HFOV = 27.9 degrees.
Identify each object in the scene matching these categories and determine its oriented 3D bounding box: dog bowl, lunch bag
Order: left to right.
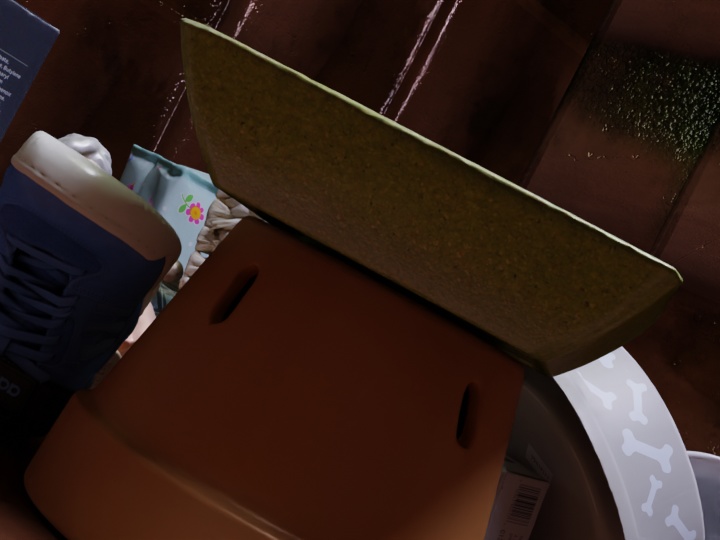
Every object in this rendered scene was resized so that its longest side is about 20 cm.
[{"bbox_3d":[-0.136,0.007,1.289,0.199,0.172,0.121,25,-1,-39],"label":"lunch bag"},{"bbox_3d":[0.103,0.114,0.761,0.058,0.203,0.199,-17,22,-25],"label":"dog bowl"}]

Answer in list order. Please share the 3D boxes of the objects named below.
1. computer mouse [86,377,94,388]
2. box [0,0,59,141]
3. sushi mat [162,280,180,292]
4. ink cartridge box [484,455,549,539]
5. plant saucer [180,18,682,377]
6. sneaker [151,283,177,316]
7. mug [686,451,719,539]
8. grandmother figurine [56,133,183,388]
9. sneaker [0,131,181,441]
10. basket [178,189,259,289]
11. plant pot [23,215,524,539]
[{"bbox_3d":[-0.203,0.043,0.824,0.058,0.035,0.199,-2,10,-30],"label":"computer mouse"},{"bbox_3d":[-0.290,-0.097,0.792,0.199,0.184,0.104,27,-1,42],"label":"box"},{"bbox_3d":[-0.159,0.037,1.042,0.198,0.097,0.012,27,23,26],"label":"sushi mat"},{"bbox_3d":[0.019,0.120,0.783,0.037,0.096,0.199,18,5,-33],"label":"ink cartridge box"},{"bbox_3d":[0.024,-0.013,0.585,0.198,0.048,0.200,29,-2,11],"label":"plant saucer"},{"bbox_3d":[-0.178,0.013,0.991,0.199,0.096,0.080,32,-25,13],"label":"sneaker"},{"bbox_3d":[0.237,0.234,0.974,0.201,0.147,0.175,61,5,24],"label":"mug"},{"bbox_3d":[-0.175,-0.011,0.925,0.120,0.061,0.202,18,39,-37],"label":"grandmother figurine"},{"bbox_3d":[-0.138,0.019,0.621,0.076,0.112,0.200,35,-14,-1],"label":"sneaker"},{"bbox_3d":[0.000,0.000,0.904,0.199,0.125,0.135,15,-16,47],"label":"basket"},{"bbox_3d":[-0.020,0.071,0.611,0.198,0.141,0.200,29,-2,1],"label":"plant pot"}]
